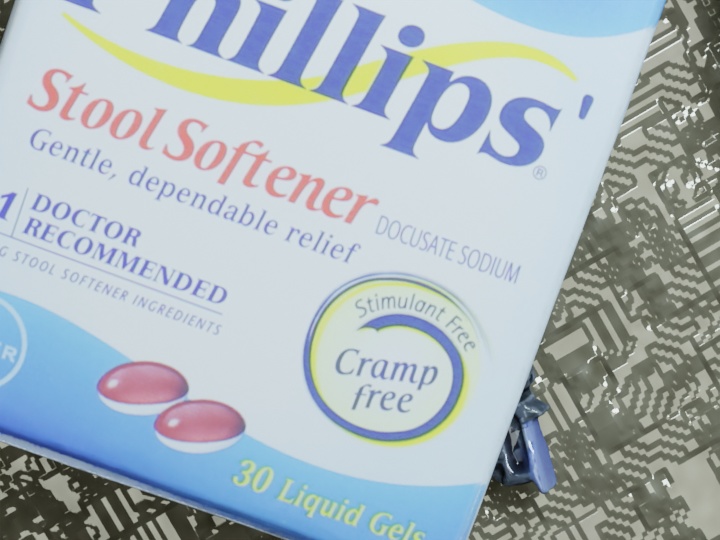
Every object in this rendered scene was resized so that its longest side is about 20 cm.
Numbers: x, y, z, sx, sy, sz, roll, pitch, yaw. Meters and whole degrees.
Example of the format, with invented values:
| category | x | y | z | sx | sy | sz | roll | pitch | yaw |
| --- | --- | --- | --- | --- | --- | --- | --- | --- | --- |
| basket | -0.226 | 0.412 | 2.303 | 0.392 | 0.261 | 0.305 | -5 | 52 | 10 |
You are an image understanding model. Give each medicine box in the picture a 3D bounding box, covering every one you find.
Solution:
| category | x | y | z | sx | sy | sz | roll | pitch | yaw |
| --- | --- | --- | --- | --- | --- | --- | --- | --- | --- |
| medicine box | -0.024 | -0.032 | 0.836 | 0.181 | 0.103 | 0.201 | 19 | 98 | -2 |

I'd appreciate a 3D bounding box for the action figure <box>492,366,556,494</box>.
| category | x | y | z | sx | sy | sz | roll | pitch | yaw |
| --- | --- | --- | --- | --- | --- | --- | --- | --- | --- |
| action figure | 0.000 | 0.000 | 0.932 | 0.193 | 0.105 | 0.201 | -24 | 92 | 11 |
